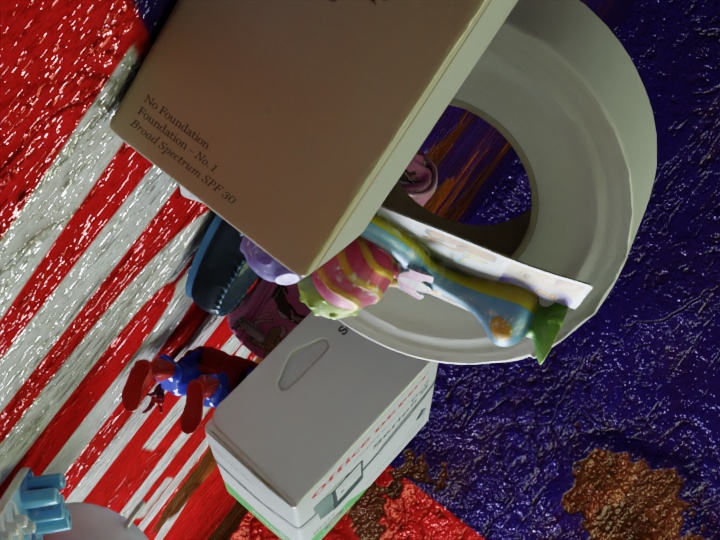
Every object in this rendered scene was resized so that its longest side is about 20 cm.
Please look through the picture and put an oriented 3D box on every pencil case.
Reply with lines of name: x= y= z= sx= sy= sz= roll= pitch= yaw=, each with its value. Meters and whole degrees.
pencil case: x=-0.022 y=-0.014 z=1.117 sx=0.200 sy=0.083 sz=0.087 roll=-56 pitch=-175 yaw=34

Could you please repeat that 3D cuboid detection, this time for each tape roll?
tape roll: x=0.048 y=-0.053 z=0.802 sx=0.203 sy=0.202 sz=0.071 roll=-57 pitch=180 yaw=34

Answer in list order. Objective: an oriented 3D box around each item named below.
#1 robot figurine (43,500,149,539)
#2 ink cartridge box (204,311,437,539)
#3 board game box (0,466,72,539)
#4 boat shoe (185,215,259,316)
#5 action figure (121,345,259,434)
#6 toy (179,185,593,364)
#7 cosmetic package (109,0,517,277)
robot figurine: x=-0.194 y=0.226 z=0.997 sx=0.200 sy=0.113 sz=0.170 roll=-56 pitch=-174 yaw=32
ink cartridge box: x=-0.024 y=0.105 z=1.081 sx=0.146 sy=0.084 sz=0.200 roll=-47 pitch=167 yaw=-13
board game box: x=-0.166 y=0.223 z=0.812 sx=0.200 sy=0.026 sz=0.201 roll=-106 pitch=-171 yaw=-81
boat shoe: x=-0.028 y=-0.049 z=0.908 sx=0.200 sy=0.069 sz=0.084 roll=-55 pitch=174 yaw=16
action figure: x=-0.109 y=0.080 z=1.078 sx=0.200 sy=0.065 sz=0.052 roll=-14 pitch=119 yaw=-80
toy: x=0.000 y=0.000 z=0.736 sx=0.115 sy=0.199 sz=0.047 roll=106 pitch=3 yaw=-75
cosmetic package: x=0.001 y=-0.110 z=0.593 sx=0.200 sy=0.103 sz=0.073 roll=-57 pitch=173 yaw=26
